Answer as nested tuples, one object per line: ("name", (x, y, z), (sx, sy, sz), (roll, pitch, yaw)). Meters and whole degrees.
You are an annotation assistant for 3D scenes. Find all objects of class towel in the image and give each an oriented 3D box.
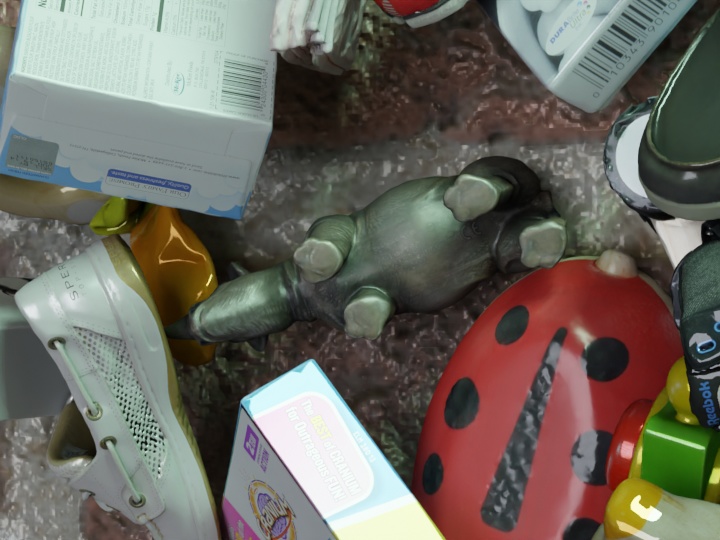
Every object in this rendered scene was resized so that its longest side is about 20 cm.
("towel", (-0.001, -0.188, 0.896), (0.032, 0.191, 0.202), (12, 95, 1))

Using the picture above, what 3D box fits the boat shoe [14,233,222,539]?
("boat shoe", (-0.116, 0.078, 0.958), (0.071, 0.069, 0.201), (-128, 20, -57))

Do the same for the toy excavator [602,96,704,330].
("toy excavator", (0.197, -0.077, 0.844), (0.199, 0.100, 0.196), (-27, 76, 11))

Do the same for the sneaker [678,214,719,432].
("sneaker", (0.176, 0.043, 0.711), (0.111, 0.073, 0.200), (-25, 35, 1))

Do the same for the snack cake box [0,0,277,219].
("snack cake box", (-0.096, -0.129, 0.923), (0.067, 0.114, 0.201), (113, 164, -50))

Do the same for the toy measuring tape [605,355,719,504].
("toy measuring tape", (0.138, 0.109, 0.846), (0.073, 0.074, 0.201), (20, 133, 27))

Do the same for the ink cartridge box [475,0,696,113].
("ink cartridge box", (0.107, -0.204, 0.878), (0.198, 0.043, 0.200), (-50, 47, 18))

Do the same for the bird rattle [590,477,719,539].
("bird rattle", (0.161, 0.143, 0.774), (0.162, 0.200, 0.113), (25, 65, 21))

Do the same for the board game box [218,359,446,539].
("board game box", (0.010, 0.157, 0.906), (0.040, 0.153, 0.200), (-29, 70, -22))

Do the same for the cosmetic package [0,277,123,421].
("cosmetic package", (-0.178, 0.035, 0.972), (0.082, 0.200, 0.051), (16, 98, 27))

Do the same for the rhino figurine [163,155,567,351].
("rhino figurine", (0.000, 0.000, 0.925), (0.199, 0.087, 0.060), (-20, 96, 12))

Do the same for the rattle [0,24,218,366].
("rattle", (-0.163, -0.043, 0.954), (0.129, 0.200, 0.144), (-10, 66, 32))

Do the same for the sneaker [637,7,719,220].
("sneaker", (0.162, -0.118, 0.754), (0.200, 0.106, 0.075), (-48, 48, -9))

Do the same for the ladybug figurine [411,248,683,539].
("ladybug figurine", (0.082, 0.087, 0.903), (0.135, 0.072, 0.202), (17, 97, 28))

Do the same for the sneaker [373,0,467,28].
("sneaker", (0.046, -0.201, 0.843), (0.077, 0.085, 0.201), (35, 100, 45))
